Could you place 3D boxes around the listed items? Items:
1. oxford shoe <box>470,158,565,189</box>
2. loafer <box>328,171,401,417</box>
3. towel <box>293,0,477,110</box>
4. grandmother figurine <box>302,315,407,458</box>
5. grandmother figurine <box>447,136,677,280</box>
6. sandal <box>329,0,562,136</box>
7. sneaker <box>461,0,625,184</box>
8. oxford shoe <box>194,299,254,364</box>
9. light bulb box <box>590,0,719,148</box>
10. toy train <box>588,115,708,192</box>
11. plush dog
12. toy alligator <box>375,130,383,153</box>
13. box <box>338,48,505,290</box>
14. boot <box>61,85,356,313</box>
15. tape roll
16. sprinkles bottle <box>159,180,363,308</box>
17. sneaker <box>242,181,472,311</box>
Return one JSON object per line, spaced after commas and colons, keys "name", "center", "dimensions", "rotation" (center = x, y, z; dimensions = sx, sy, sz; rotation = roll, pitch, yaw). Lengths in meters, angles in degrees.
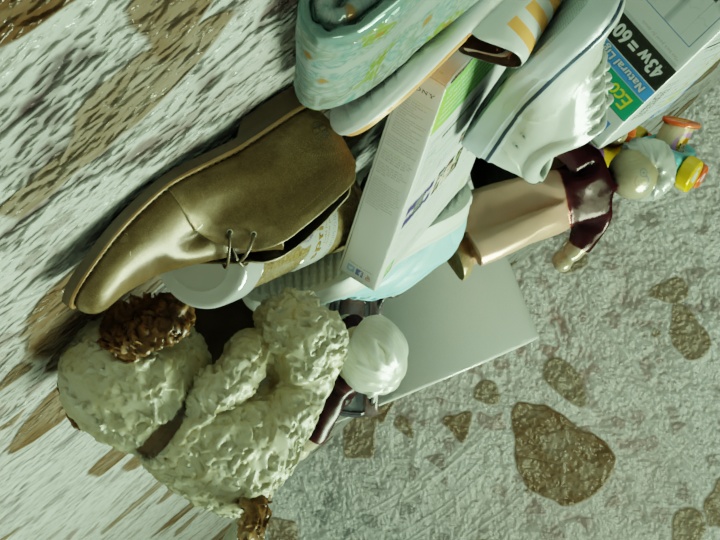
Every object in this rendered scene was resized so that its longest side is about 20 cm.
{"name": "oxford shoe", "center": [0.138, -0.090, 1.687], "dimensions": [0.071, 0.072, 0.200], "rotation": [-6, -159, -14]}
{"name": "loafer", "center": [0.007, 0.022, 1.554], "dimensions": [0.072, 0.062, 0.201], "rotation": [-79, -176, -73]}
{"name": "towel", "center": [0.044, -0.173, 1.092], "dimensions": [0.200, 0.048, 0.171], "rotation": [-40, 172, -8]}
{"name": "grandmother figurine", "center": [-0.027, 0.081, 1.444], "dimensions": [0.200, 0.060, 0.122], "rotation": [-33, -139, 57]}
{"name": "grandmother figurine", "center": [0.160, -0.054, 1.565], "dimensions": [0.199, 0.061, 0.122], "rotation": [-21, 129, -12]}
{"name": "sandal", "center": [0.067, -0.141, 1.213], "dimensions": [0.207, 0.059, 0.079], "rotation": [-44, -156, -11]}
{"name": "sneaker", "center": [0.133, -0.122, 1.265], "dimensions": [0.073, 0.070, 0.200], "rotation": [-64, -174, -28]}
{"name": "oxford shoe", "center": [-0.085, 0.017, 1.483], "dimensions": [0.200, 0.072, 0.085], "rotation": [-51, 176, -27]}
{"name": "light bulb box", "center": [0.242, -0.220, 1.539], "dimensions": [0.200, 0.125, 0.198], "rotation": [-44, 173, 28]}
{"name": "toy train", "center": [0.210, -0.131, 1.674], "dimensions": [0.199, 0.150, 0.056], "rotation": [12, 114, -29]}
{"name": "plush dog", "center": [-0.125, 0.093, 1.330], "dimensions": [0.200, 0.171, 0.161], "rotation": [-46, -157, 48]}
{"name": "toy alligator", "center": [0.036, -0.093, 1.533], "dimensions": [0.054, 0.060, 0.200], "rotation": [2, 169, 7]}
{"name": "box", "center": [0.053, -0.098, 1.354], "dimensions": [0.144, 0.036, 0.201], "rotation": [-49, 166, -42]}
{"name": "boot", "center": [-0.086, -0.027, 1.172], "dimensions": [0.200, 0.076, 0.074], "rotation": [-38, 174, -19]}
{"name": "tape roll", "center": [0.035, 0.031, 1.679], "dimensions": [0.201, 0.140, 0.203], "rotation": [-23, 178, -1]}
{"name": "sprinkles bottle", "center": [-0.063, -0.027, 1.314], "dimensions": [0.068, 0.068, 0.200], "rotation": [-44, 173, 24]}
{"name": "sneaker", "center": [0.000, 0.000, 1.456], "dimensions": [0.199, 0.074, 0.082], "rotation": [-23, 138, -24]}
